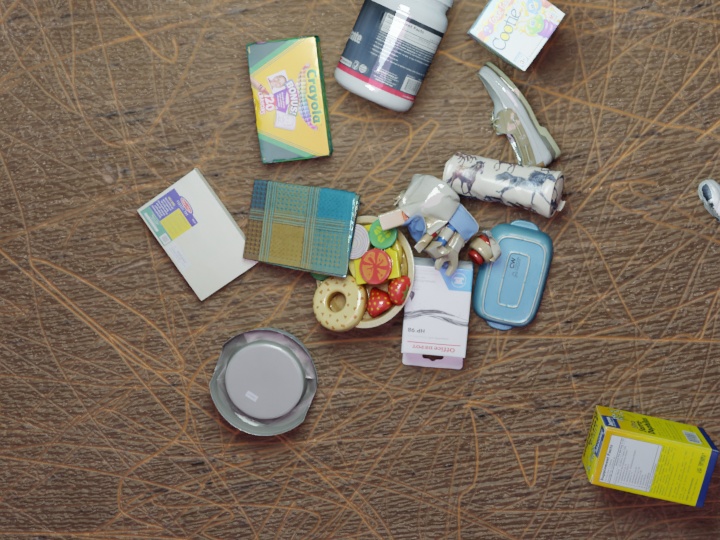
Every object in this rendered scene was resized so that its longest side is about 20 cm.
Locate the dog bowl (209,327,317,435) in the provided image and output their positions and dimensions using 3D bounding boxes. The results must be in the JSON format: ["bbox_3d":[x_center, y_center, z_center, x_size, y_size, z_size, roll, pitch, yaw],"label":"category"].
[{"bbox_3d":[-0.171,0.195,1.776,0.199,0.059,0.201,1,103,5],"label":"dog bowl"}]

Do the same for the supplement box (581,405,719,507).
[{"bbox_3d":[0.504,0.323,1.720,0.199,0.110,0.109,12,103,1],"label":"supplement box"}]

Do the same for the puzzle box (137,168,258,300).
[{"bbox_3d":[-0.286,-0.064,1.744,0.133,0.025,0.200,-32,98,11],"label":"puzzle box"}]

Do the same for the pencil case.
[{"bbox_3d":[0.240,-0.141,1.631,0.199,0.089,0.078,13,78,17],"label":"pencil case"}]

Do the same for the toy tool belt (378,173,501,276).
[{"bbox_3d":[0.128,-0.056,1.636,0.123,0.125,0.200,-46,108,-7],"label":"toy tool belt"}]

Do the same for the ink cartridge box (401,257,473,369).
[{"bbox_3d":[0.133,0.084,1.719,0.115,0.067,0.201,4,103,4],"label":"ink cartridge box"}]

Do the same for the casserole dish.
[{"bbox_3d":[0.265,0.012,1.707,0.121,0.039,0.201,13,103,1],"label":"casserole dish"}]

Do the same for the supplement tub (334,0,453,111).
[{"bbox_3d":[0.055,-0.372,1.586,0.140,0.140,0.201,24,103,-1],"label":"supplement tub"}]

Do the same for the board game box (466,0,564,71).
[{"bbox_3d":[0.239,-0.385,1.536,0.103,0.200,0.105,35,104,-3],"label":"board game box"}]

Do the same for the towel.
[{"bbox_3d":[-0.102,-0.074,1.691,0.199,0.022,0.147,9,90,20],"label":"towel"}]

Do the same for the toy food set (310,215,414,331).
[{"bbox_3d":[0.000,0.000,1.686,0.199,0.049,0.199,-12,80,28],"label":"toy food set"}]

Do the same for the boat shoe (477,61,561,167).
[{"bbox_3d":[0.251,-0.251,1.630,0.068,0.075,0.200,-37,98,6],"label":"boat shoe"}]

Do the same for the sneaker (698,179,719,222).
[{"bbox_3d":[0.663,-0.106,1.624,0.130,0.080,0.199,-44,96,11],"label":"sneaker"}]

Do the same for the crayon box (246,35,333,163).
[{"bbox_3d":[-0.118,-0.289,1.661,0.118,0.058,0.201,-6,102,6],"label":"crayon box"}]
